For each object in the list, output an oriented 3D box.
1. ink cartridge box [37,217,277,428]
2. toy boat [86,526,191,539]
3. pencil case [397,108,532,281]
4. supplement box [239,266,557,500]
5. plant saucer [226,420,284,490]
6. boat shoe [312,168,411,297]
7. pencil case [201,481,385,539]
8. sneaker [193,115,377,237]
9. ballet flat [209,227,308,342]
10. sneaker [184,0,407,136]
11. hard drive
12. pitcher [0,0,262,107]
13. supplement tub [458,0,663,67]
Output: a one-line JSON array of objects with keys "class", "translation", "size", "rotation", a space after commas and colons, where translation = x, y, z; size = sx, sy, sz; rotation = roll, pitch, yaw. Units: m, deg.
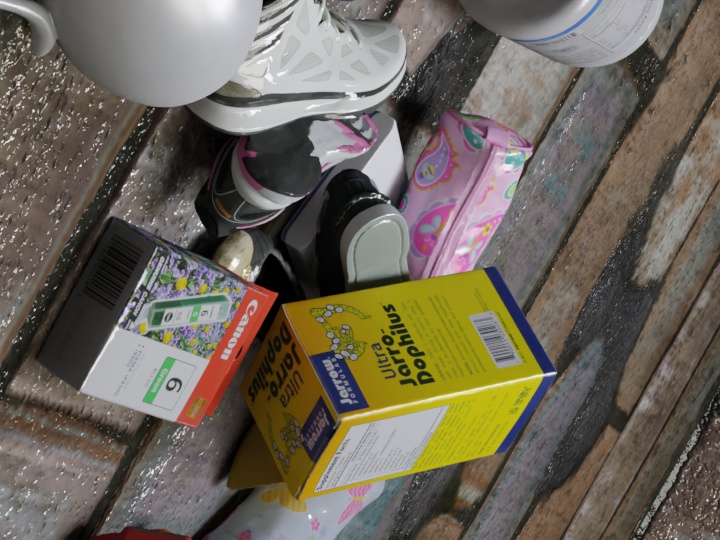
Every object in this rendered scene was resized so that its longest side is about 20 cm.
[{"class": "ink cartridge box", "translation": [-0.121, 0.046, 1.470], "size": [0.200, 0.050, 0.109], "rotation": [26, 94, -55]}, {"class": "toy boat", "translation": [-0.162, 0.256, 1.657], "size": [0.131, 0.130, 0.201], "rotation": [-82, -178, -49]}, {"class": "pencil case", "translation": [0.066, -0.031, 1.751], "size": [0.201, 0.087, 0.087], "rotation": [-65, 160, 11]}, {"class": "supplement box", "translation": [0.028, 0.084, 1.641], "size": [0.199, 0.110, 0.109], "rotation": [-10, 146, -32]}, {"class": "plant saucer", "translation": [0.007, 0.113, 1.801], "size": [0.200, 0.199, 0.049], "rotation": [-34, 107, -52]}, {"class": "boat shoe", "translation": [0.000, 0.000, 1.666], "size": [0.075, 0.060, 0.200], "rotation": [-18, 146, -21]}, {"class": "pencil case", "translation": [-0.061, 0.221, 1.863], "size": [0.200, 0.083, 0.091], "rotation": [-44, 141, -39]}, {"class": "sneaker", "translation": [-0.061, -0.083, 1.494], "size": [0.086, 0.080, 0.200], "rotation": [-35, -178, 29]}, {"class": "ballet flat", "translation": [-0.068, 0.016, 1.607], "size": [0.067, 0.057, 0.200], "rotation": [-55, 158, -4]}, {"class": "sneaker", "translation": [-0.026, -0.163, 1.423], "size": [0.200, 0.076, 0.116], "rotation": [-23, 139, -47]}, {"class": "hard drive", "translation": [-0.005, -0.028, 1.747], "size": [0.132, 0.025, 0.200], "rotation": [-54, 159, -17]}, {"class": "pitcher", "translation": [-0.143, -0.165, 1.128], "size": [0.171, 0.121, 0.200], "rotation": [-35, 144, -9]}, {"class": "supplement tub", "translation": [0.157, -0.236, 1.703], "size": [0.132, 0.132, 0.200], "rotation": [-63, 161, 8]}]
